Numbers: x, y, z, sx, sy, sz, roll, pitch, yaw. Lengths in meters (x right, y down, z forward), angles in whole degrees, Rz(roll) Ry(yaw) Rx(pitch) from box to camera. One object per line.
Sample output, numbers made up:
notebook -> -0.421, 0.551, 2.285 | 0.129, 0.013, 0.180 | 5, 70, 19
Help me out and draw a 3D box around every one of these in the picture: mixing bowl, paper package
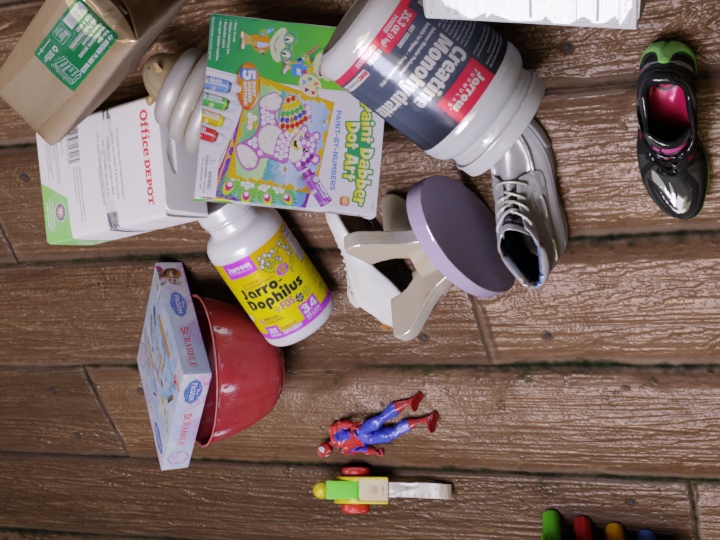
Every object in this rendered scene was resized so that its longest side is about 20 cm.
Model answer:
mixing bowl -> -0.166, 0.130, 1.611 | 0.108, 0.201, 0.201 | -3, 135, -20
paper package -> -0.288, -0.264, 1.331 | 0.103, 0.191, 0.200 | 42, 130, -12

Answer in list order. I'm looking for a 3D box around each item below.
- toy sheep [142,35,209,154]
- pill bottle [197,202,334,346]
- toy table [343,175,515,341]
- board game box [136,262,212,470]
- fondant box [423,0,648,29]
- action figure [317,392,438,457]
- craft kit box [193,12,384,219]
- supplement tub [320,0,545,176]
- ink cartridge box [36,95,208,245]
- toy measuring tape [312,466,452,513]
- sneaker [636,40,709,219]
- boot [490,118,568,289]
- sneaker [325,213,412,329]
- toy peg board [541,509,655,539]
toy sheep -> -0.158, -0.187, 1.373 | 0.199, 0.138, 0.138 | 26, 132, 3
pill bottle -> -0.123, -0.010, 1.516 | 0.104, 0.104, 0.200 | -17, 117, 33
toy table -> 0.079, -0.023, 1.380 | 0.117, 0.184, 0.200 | -22, 138, 31
board game box -> -0.254, 0.129, 1.633 | 0.041, 0.200, 0.200 | -2, 137, -22
fondant box -> 0.173, -0.286, 1.141 | 0.199, 0.144, 0.058 | 8, 127, 18
action figure -> 0.013, 0.226, 1.682 | 0.200, 0.052, 0.065 | -25, 117, 39
craft kit box -> -0.072, -0.163, 1.297 | 0.197, 0.049, 0.201 | 5, 88, -9
supplement tub -> 0.073, -0.203, 1.228 | 0.200, 0.141, 0.140 | 35, 132, -13
ink cartridge box -> -0.290, -0.118, 1.472 | 0.199, 0.084, 0.146 | -10, 84, 31
toy measuring tape -> 0.031, 0.316, 1.744 | 0.199, 0.074, 0.074 | 0, 128, 2
sneaker -> 0.312, -0.133, 1.240 | 0.076, 0.084, 0.201 | -2, 125, 26
boot -> 0.178, -0.078, 1.335 | 0.073, 0.096, 0.200 | -10, 121, 29
sneaker -> 0.000, 0.000, 1.490 | 0.084, 0.073, 0.200 | -20, 118, 31
toy peg board -> 0.330, 0.420, 1.679 | 0.198, 0.098, 0.201 | -2, 127, 5
